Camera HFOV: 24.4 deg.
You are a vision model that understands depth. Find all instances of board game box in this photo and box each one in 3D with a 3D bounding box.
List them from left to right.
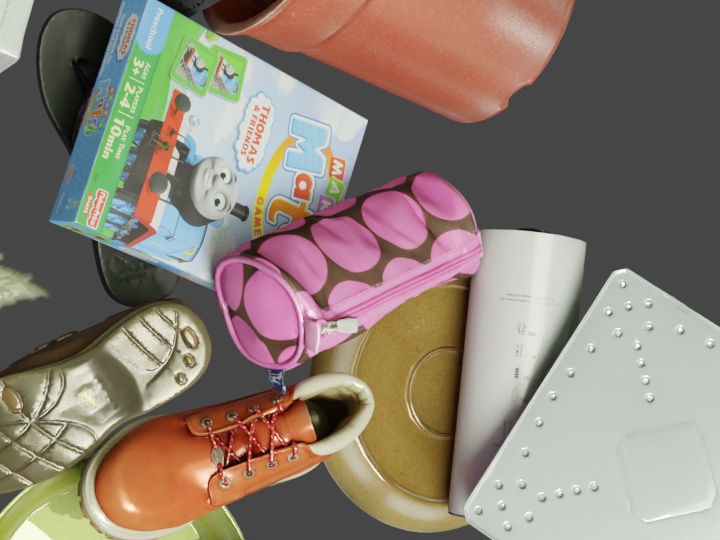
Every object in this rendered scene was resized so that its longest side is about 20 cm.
[{"bbox_3d":[-0.094,-0.068,1.098,0.199,0.036,0.153,25,77,-41],"label":"board game box"},{"bbox_3d":[0.200,0.134,1.096,0.199,0.026,0.201,33,81,10],"label":"board game box"}]

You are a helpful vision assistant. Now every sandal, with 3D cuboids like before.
[{"bbox_3d":[-0.157,-0.076,1.092,0.074,0.045,0.203,-17,95,-24],"label":"sandal"}]

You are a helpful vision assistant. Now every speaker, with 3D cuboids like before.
[{"bbox_3d":[0.109,0.073,1.163,0.080,0.081,0.203,8,85,-24],"label":"speaker"}]

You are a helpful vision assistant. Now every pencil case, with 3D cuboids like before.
[{"bbox_3d":[0.000,0.000,1.102,0.199,0.093,0.092,-29,119,-42],"label":"pencil case"}]

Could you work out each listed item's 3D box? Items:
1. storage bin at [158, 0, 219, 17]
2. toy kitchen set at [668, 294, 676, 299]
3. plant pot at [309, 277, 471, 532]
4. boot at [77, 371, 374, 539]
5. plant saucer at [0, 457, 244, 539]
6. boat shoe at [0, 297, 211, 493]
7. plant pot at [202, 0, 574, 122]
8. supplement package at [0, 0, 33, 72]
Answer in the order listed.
[{"bbox_3d":[-0.105,-0.277,1.072,0.093,0.135,0.202,23,79,-22],"label":"storage bin"},{"bbox_3d":[0.232,0.132,1.179,0.162,0.199,0.182,-26,99,-25],"label":"toy kitchen set"},{"bbox_3d":[0.058,0.088,1.197,0.198,0.027,0.203,1,87,-24],"label":"plant pot"},{"bbox_3d":[-0.083,0.111,1.062,0.199,0.107,0.076,-18,83,-39],"label":"boot"},{"bbox_3d":[-0.165,0.220,1.087,0.198,0.031,0.203,1,89,-26],"label":"plant saucer"},{"bbox_3d":[-0.188,0.080,1.063,0.198,0.068,0.073,-28,103,-6],"label":"boat shoe"},{"bbox_3d":[0.028,-0.205,1.112,0.194,0.200,0.203,26,78,-29],"label":"plant pot"},{"bbox_3d":[-0.243,-0.226,0.996,0.110,0.155,0.202,18,81,-22],"label":"supplement package"}]
